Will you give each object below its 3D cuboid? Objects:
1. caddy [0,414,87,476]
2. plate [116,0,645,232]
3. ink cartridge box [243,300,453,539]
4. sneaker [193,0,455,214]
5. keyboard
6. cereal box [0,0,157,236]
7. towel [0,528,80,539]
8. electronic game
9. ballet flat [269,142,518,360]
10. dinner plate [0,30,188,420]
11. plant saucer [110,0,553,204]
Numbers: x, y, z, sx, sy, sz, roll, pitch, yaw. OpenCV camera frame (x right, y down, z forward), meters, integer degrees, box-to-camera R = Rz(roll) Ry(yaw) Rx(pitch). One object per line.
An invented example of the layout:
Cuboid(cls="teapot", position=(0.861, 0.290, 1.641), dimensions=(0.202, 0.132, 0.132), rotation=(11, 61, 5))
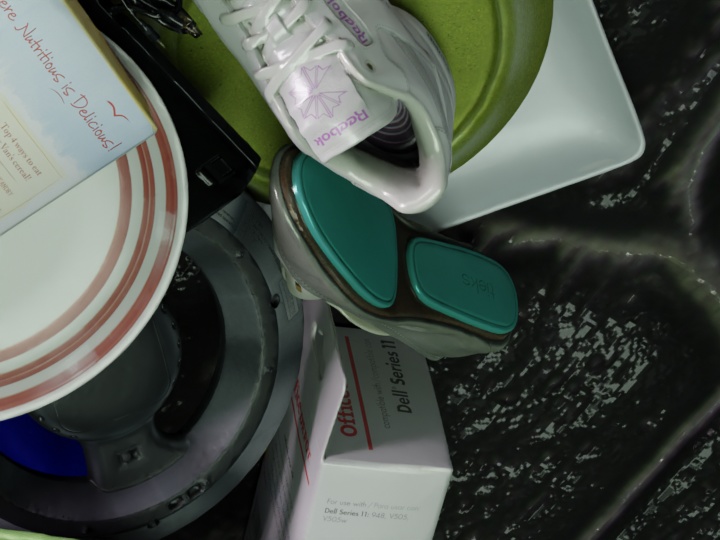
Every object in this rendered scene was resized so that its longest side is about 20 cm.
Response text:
Cuboid(cls="caddy", position=(-0.188, 0.064, 1.225), dimensions=(0.141, 0.105, 0.200), rotation=(-32, 122, 14))
Cuboid(cls="plate", position=(0.009, -0.103, 1.189), dimensions=(0.200, 0.032, 0.200), rotation=(-21, 124, 6))
Cuboid(cls="ink cartridge box", position=(-0.006, 0.107, 1.272), dimensions=(0.067, 0.117, 0.200), rotation=(6, 122, -13))
Cuboid(cls="sneaker", position=(-0.021, -0.105, 1.069), dimensions=(0.075, 0.100, 0.200), rotation=(-34, 119, 17))
Cuboid(cls="keyboard", position=(-0.115, -0.104, 1.080), dimensions=(0.104, 0.040, 0.200), rotation=(-29, 115, 34))
Cuboid(cls="cereal box", position=(-0.200, -0.059, 1.018), dimensions=(0.200, 0.040, 0.144), rotation=(-33, 119, 2))
Cuboid(cls="towel", position=(-0.128, 0.164, 1.201), dimensions=(0.149, 0.031, 0.200), rotation=(2, 155, 36))
Cuboid(cls="electronic game", position=(-0.119, 0.037, 1.168), dimensions=(0.200, 0.042, 0.200), rotation=(-8, 113, -20))
Cuboid(cls="ballet flat", position=(0.000, 0.000, 1.176), dimensions=(0.064, 0.068, 0.200), rotation=(-15, 155, 29))
Cuboid(cls="dinner plate", position=(-0.171, -0.026, 1.077), dimensions=(0.200, 0.024, 0.200), rotation=(-5, 116, -11))
Cuboid(cls="plant saucer", position=(-0.011, -0.105, 1.148), dimensions=(0.200, 0.031, 0.200), rotation=(-3, 123, -5))
